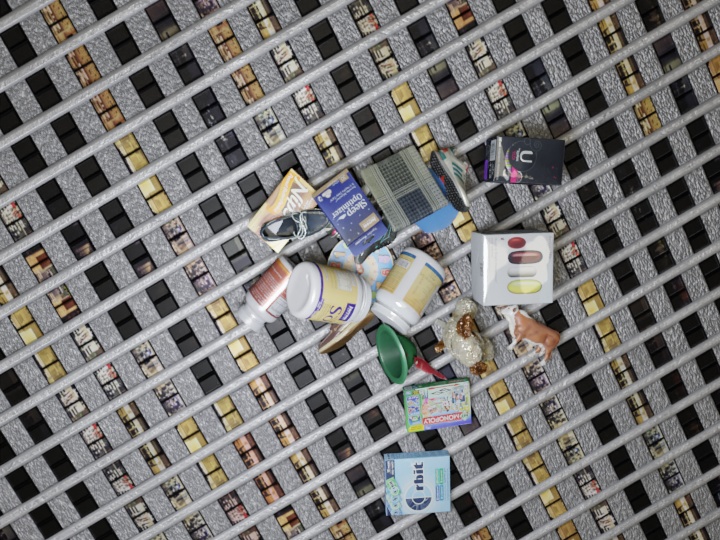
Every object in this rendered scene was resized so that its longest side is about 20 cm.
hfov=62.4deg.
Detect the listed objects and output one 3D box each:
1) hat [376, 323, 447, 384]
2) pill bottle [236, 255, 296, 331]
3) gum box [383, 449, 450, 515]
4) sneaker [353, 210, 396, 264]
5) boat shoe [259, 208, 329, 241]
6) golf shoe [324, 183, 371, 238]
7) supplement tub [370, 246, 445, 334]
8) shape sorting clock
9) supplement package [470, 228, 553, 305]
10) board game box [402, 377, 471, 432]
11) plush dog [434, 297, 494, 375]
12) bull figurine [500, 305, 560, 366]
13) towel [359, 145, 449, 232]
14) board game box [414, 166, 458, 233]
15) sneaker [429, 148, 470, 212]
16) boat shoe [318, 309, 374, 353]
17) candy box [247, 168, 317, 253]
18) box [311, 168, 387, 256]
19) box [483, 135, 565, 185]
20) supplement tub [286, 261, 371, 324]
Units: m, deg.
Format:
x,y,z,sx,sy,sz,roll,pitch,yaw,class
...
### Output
x,y,z,sx,sy,sz,roll,pitch,yaw,class
0.154,0.220,1.697,0.172,0.167,0.203,-17,140,-23,hat
-0.244,0.066,1.637,0.112,0.112,0.200,44,92,-8,pill bottle
0.168,0.632,1.769,0.193,0.045,0.176,-2,97,-3,gum box
0.056,-0.092,1.641,0.079,0.075,0.202,38,77,-11,sneaker
-0.174,-0.121,1.591,0.194,0.062,0.077,-9,96,-8,boat shoe
-0.034,-0.185,1.644,0.088,0.077,0.200,43,91,1,golf shoe
0.129,0.055,1.629,0.143,0.144,0.203,36,80,-7,supplement tub
0.000,0.000,1.684,0.193,0.039,0.207,0,97,-4,shape sorting clock
0.419,-0.012,1.658,0.193,0.147,0.198,-3,97,-3,supplement package
0.225,0.395,1.744,0.193,0.029,0.139,-8,105,-3,board game box
0.289,0.201,1.661,0.157,0.172,0.205,-25,99,0,plush dog
0.486,0.186,1.729,0.196,0.065,0.124,27,98,-4,bull figurine
0.118,-0.225,1.622,0.189,0.035,0.204,-27,80,-17,towel
0.181,-0.194,1.664,0.198,0.039,0.159,38,77,10,board game box
0.268,-0.256,1.627,0.091,0.071,0.203,-18,65,-15,sneaker
-0.051,0.158,1.689,0.199,0.072,0.073,-42,67,16,boat shoe
-0.208,-0.165,1.640,0.115,0.055,0.201,39,92,-10,candy box
-0.026,-0.154,1.582,0.120,0.032,0.202,-36,86,-6,box
0.452,-0.302,1.647,0.193,0.106,0.127,2,97,-5,box
-0.082,0.063,1.568,0.196,0.144,0.150,11,97,-37,supplement tub
